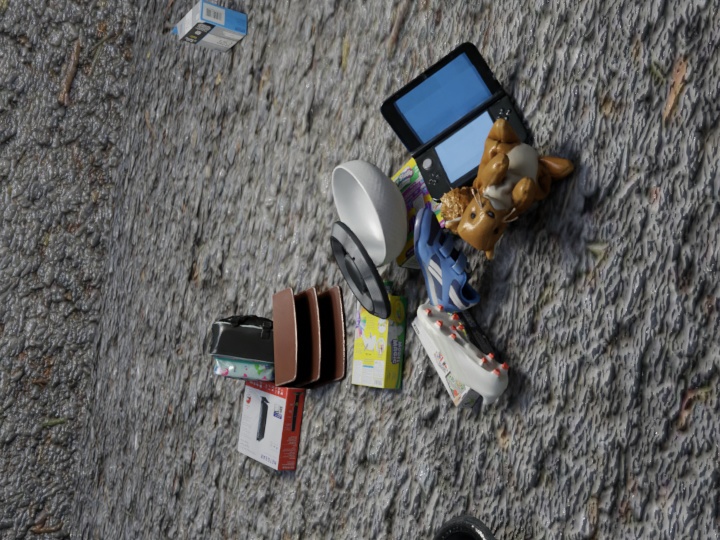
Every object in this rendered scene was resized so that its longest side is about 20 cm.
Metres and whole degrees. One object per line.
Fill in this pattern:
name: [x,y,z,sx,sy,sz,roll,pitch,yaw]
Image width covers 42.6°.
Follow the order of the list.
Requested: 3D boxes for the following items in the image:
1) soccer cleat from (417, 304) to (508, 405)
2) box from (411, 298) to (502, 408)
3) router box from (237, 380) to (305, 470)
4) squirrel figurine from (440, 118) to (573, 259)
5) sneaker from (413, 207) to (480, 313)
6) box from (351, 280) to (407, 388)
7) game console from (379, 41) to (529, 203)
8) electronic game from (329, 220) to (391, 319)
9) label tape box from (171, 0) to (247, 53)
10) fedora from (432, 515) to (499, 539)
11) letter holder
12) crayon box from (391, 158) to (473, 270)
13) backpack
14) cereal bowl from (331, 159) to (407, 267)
soccer cleat: [0.157,0.136,1.512,0.200,0.069,0.078,44,125,26]
box: [0.164,0.127,1.611,0.111,0.034,0.202,-58,40,31]
router box: [-0.204,0.342,2.101,0.199,0.048,0.184,4,87,56]
squirrel figurine: [0.208,-0.105,1.463,0.189,0.140,0.200,-60,8,-23]
sneaker: [0.143,-0.017,1.541,0.081,0.074,0.203,-5,122,28]
box: [0.036,0.123,1.793,0.116,0.048,0.205,-1,84,56]
game console: [0.157,-0.248,1.567,0.198,0.118,0.173,-33,54,18]
electronic game: [0.000,0.000,1.708,0.202,0.041,0.201,58,168,19]
label tape box: [-0.419,-0.656,2.543,0.199,0.141,0.068,-22,65,52]
fedora: [0.185,0.485,1.454,0.199,0.090,0.205,-17,69,53]
letter holder: [-0.108,0.137,1.958,0.141,0.099,0.204,-25,63,49]
crayon box: [0.127,-0.127,1.699,0.200,0.057,0.176,-41,50,45]
backpack: [-0.254,0.169,2.088,0.200,0.174,0.154,-137,54,-81]
cereal bowl: [0.028,-0.111,1.687,0.201,0.082,0.202,55,159,33]
